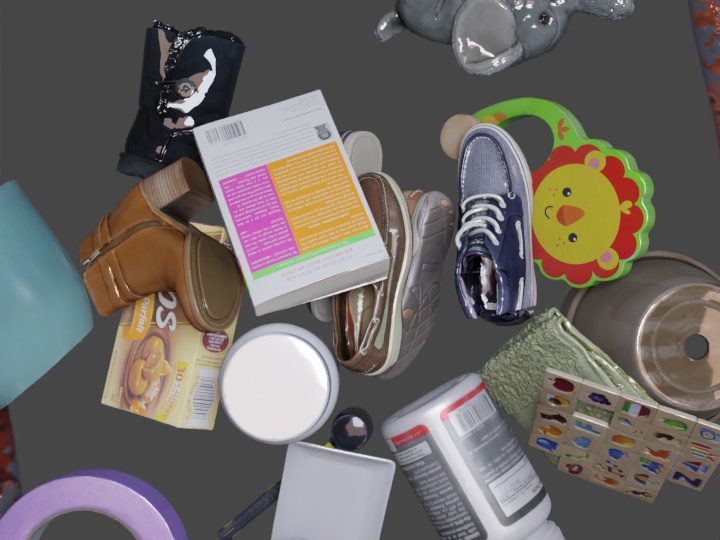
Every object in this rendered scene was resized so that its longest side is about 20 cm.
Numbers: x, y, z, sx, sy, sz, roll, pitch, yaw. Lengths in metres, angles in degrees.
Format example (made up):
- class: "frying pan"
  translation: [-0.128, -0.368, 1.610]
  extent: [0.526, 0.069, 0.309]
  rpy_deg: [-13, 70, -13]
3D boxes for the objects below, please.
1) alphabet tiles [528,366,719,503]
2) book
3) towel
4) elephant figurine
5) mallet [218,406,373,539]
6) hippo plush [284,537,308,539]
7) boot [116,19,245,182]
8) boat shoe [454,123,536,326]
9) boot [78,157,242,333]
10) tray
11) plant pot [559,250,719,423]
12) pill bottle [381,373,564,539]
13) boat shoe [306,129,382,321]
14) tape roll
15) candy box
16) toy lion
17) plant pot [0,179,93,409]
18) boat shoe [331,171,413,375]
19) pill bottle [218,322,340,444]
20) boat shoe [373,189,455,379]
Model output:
- class: "alphabet tiles"
  translation: [0.242, 0.163, 1.035]
  extent: [0.167, 0.200, 0.008]
  rpy_deg: [18, 61, 13]
- class: "book"
  translation: [-0.068, -0.068, 1.057]
  extent: [0.133, 0.048, 0.200]
  rpy_deg: [-17, 66, -8]
- class: "towel"
  translation: [0.193, 0.119, 1.079]
  extent: [0.148, 0.200, 0.036]
  rpy_deg: [45, 64, 3]
- class: "elephant figurine"
  translation: [0.141, -0.256, 1.122]
  extent: [0.200, 0.155, 0.141]
  rpy_deg: [44, 65, 11]
- class: "mallet"
  translation: [-0.066, 0.210, 1.152]
  extent: [0.200, 0.066, 0.041]
  rpy_deg: [-41, 86, 12]
- class: "hippo plush"
  translation: [-0.121, 0.333, 1.061]
  extent: [0.160, 0.200, 0.160]
  rpy_deg: [6, 62, -3]
- class: "boot"
  translation: [-0.143, -0.160, 1.146]
  extent: [0.200, 0.076, 0.169]
  rpy_deg: [15, 91, 7]
- class: "boat shoe"
  translation: [0.123, -0.044, 1.059]
  extent: [0.074, 0.093, 0.201]
  rpy_deg: [-12, 87, 24]
- class: "boot"
  translation: [-0.197, 0.006, 1.063]
  extent: [0.155, 0.074, 0.200]
  rpy_deg: [-33, 51, 22]
- class: "tray"
  translation: [-0.035, 0.261, 1.119]
  extent: [0.107, 0.022, 0.201]
  rpy_deg: [11, 112, 0]
- class: "plant pot"
  translation: [0.305, 0.075, 1.090]
  extent: [0.199, 0.174, 0.201]
  rpy_deg: [0, 87, -1]
- class: "pill bottle"
  translation: [0.116, 0.214, 1.102]
  extent: [0.114, 0.114, 0.200]
  rpy_deg: [-30, 87, -2]
- class: "boat shoe"
  translation: [-0.028, -0.048, 1.162]
  extent: [0.063, 0.073, 0.201]
  rpy_deg: [13, 93, 43]
- class: "tape roll"
  translation: [-0.275, 0.305, 1.126]
  extent: [0.199, 0.066, 0.201]
  rpy_deg: [0, 87, -1]
- class: "candy box"
  translation: [-0.184, 0.050, 1.120]
  extent: [0.115, 0.055, 0.201]
  rpy_deg: [10, 85, 35]
- class: "toy lion"
  translation: [0.191, -0.078, 1.106]
  extent: [0.191, 0.069, 0.201]
  rpy_deg: [-15, 86, 32]
- class: "plant pot"
  translation: [-0.359, 0.037, 1.082]
  extent: [0.201, 0.201, 0.161]
  rpy_deg: [-42, 100, -2]
- class: "boat shoe"
  translation: [0.005, 0.000, 1.084]
  extent: [0.075, 0.075, 0.203]
  rpy_deg: [-8, 79, 35]
- class: "pill bottle"
  translation: [-0.076, 0.107, 1.070]
  extent: [0.114, 0.200, 0.114]
  rpy_deg: [0, 86, 0]
- class: "boat shoe"
  translation: [0.039, 0.012, 1.149]
  extent: [0.072, 0.076, 0.201]
  rpy_deg: [18, 93, 34]
